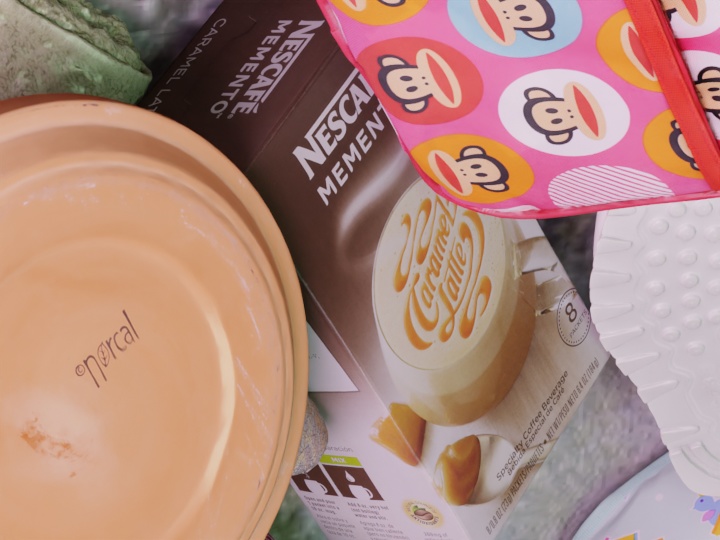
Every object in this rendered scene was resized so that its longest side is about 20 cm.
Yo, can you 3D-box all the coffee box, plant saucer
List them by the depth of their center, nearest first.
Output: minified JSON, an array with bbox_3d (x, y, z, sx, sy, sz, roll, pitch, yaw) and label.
[{"bbox_3d":[-0.095,0.044,0.926,0.200,0.032,0.200,-10,105,-39],"label":"plant saucer"},{"bbox_3d":[0.000,0.000,1.076,0.114,0.080,0.200,-56,130,-30],"label":"coffee box"}]

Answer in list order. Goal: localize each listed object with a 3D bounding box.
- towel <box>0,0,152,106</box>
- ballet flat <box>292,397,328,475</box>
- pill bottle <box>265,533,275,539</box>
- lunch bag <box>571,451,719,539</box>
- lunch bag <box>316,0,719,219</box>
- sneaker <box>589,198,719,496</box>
[{"bbox_3d":[-0.182,-0.061,1.006,0.200,0.036,0.148,30,98,-34],"label":"towel"},{"bbox_3d":[-0.093,0.016,0.993,0.200,0.068,0.067,20,131,-16],"label":"ballet flat"},{"bbox_3d":[-0.051,0.164,1.074,0.113,0.200,0.113,-11,116,-23],"label":"pill bottle"},{"bbox_3d":[0.149,0.189,1.204,0.122,0.170,0.200,16,107,-30],"label":"lunch bag"},{"bbox_3d":[0.078,-0.105,0.946,0.176,0.082,0.200,-5,140,24],"label":"lunch bag"},{"bbox_3d":[0.131,0.003,1.147,0.076,0.081,0.200,-10,136,7],"label":"sneaker"}]
